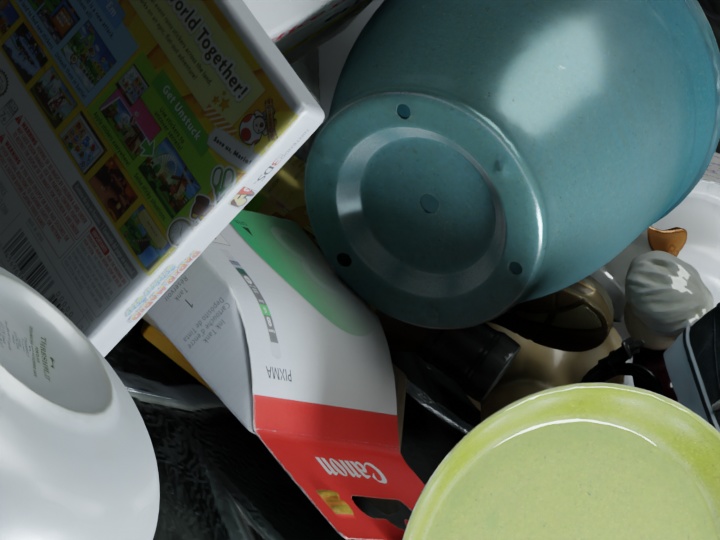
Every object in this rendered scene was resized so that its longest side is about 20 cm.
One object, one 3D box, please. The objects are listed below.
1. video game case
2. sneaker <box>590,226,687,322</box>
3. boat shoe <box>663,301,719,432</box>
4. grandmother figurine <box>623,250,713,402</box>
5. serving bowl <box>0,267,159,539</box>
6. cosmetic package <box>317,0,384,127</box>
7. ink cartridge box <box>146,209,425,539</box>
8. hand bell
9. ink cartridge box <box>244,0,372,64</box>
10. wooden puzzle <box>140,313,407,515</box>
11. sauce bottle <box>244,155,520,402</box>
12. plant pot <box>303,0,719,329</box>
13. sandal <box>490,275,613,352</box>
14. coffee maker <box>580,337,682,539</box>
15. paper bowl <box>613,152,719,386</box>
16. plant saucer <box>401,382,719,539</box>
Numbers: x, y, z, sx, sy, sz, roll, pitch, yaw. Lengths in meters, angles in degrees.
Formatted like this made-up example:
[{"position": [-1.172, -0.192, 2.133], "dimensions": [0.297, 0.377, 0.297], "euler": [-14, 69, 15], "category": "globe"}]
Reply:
[{"position": [-0.128, -0.078, 1.375], "dimensions": [0.023, 0.182, 0.200], "euler": [19, 30, -54], "category": "video game case"}, {"position": [0.112, -0.068, 1.706], "dimensions": [0.200, 0.085, 0.073], "euler": [46, 3, -1], "category": "sneaker"}, {"position": [0.220, 0.078, 1.536], "dimensions": [0.073, 0.068, 0.200], "euler": [33, 21, -20], "category": "boat shoe"}, {"position": [0.175, 0.084, 1.684], "dimensions": [0.060, 0.201, 0.121], "euler": [-5, 25, -7], "category": "grandmother figurine"}, {"position": [-0.157, 0.052, 1.212], "dimensions": [0.200, 0.066, 0.200], "euler": [38, 19, -15], "category": "serving bowl"}, {"position": [0.011, -0.112, 1.773], "dimensions": [0.051, 0.201, 0.151], "euler": [1, 15, 12], "category": "cosmetic package"}, {"position": [-0.023, 0.048, 1.410], "dimensions": [0.200, 0.050, 0.161], "euler": [46, 14, 23], "category": "ink cartridge box"}, {"position": [0.091, 0.104, 1.638], "dimensions": [0.104, 0.104, 0.200], "euler": [39, 29, -13], "category": "hand bell"}, {"position": [-0.059, -0.154, 1.552], "dimensions": [0.084, 0.145, 0.200], "euler": [57, -18, 1], "category": "ink cartridge box"}, {"position": [-0.053, 0.040, 1.525], "dimensions": [0.185, 0.037, 0.200], "euler": [40, 14, -12], "category": "wooden puzzle"}, {"position": [0.000, 0.000, 1.630], "dimensions": [0.200, 0.065, 0.065], "euler": [35, 17, 6], "category": "sauce bottle"}, {"position": [0.067, -0.067, 1.515], "dimensions": [0.200, 0.200, 0.188], "euler": [44, 38, 0], "category": "plant pot"}, {"position": [0.064, -0.011, 1.669], "dimensions": [0.199, 0.054, 0.080], "euler": [19, -31, 27], "category": "sandal"}, {"position": [0.141, 0.150, 1.539], "dimensions": [0.192, 0.135, 0.200], "euler": [46, 19, 14], "category": "coffee maker"}, {"position": [0.187, 0.031, 1.790], "dimensions": [0.200, 0.201, 0.104], "euler": [39, 19, -15], "category": "paper bowl"}, {"position": [0.106, 0.153, 1.389], "dimensions": [0.200, 0.200, 0.031], "euler": [38, -9, -16], "category": "plant saucer"}]
